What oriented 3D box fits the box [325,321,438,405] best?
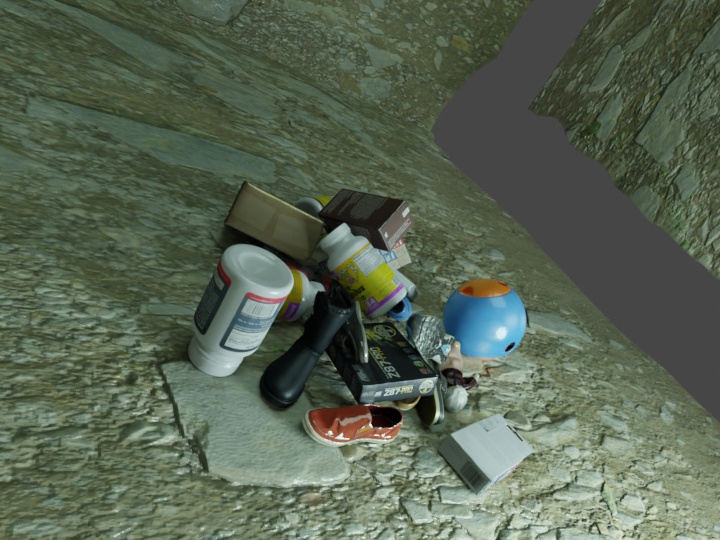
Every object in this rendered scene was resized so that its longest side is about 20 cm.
[{"bbox_3d":[0.031,0.172,1.120,0.161,0.049,0.200,-2,28,-25],"label":"box"}]

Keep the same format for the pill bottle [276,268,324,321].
[{"bbox_3d":[-0.171,0.042,1.133,0.199,0.104,0.104,13,31,-34],"label":"pill bottle"}]

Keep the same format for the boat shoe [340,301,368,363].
[{"bbox_3d":[-0.021,0.118,1.090,0.057,0.067,0.200,-8,22,-2],"label":"boat shoe"}]

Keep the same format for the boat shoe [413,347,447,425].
[{"bbox_3d":[0.147,0.235,1.187,0.066,0.072,0.201,17,27,-18],"label":"boat shoe"}]

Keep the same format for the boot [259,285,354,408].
[{"bbox_3d":[-0.089,0.123,1.007,0.076,0.168,0.200,32,25,3],"label":"boot"}]

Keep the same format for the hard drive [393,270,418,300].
[{"bbox_3d":[0.062,-0.004,1.507,0.200,0.027,0.132,40,-4,17],"label":"hard drive"}]

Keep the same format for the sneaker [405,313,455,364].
[{"bbox_3d":[0.123,0.135,1.177,0.090,0.079,0.200,23,-13,29],"label":"sneaker"}]

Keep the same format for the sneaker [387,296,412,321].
[{"bbox_3d":[0.048,0.040,1.404,0.200,0.066,0.078,46,-2,22],"label":"sneaker"}]

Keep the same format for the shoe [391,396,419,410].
[{"bbox_3d":[0.086,0.218,1.167,0.070,0.054,0.200,11,27,-2],"label":"shoe"}]

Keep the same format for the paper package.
[{"bbox_3d":[-0.196,-0.112,1.316,0.199,0.104,0.191,26,2,-13],"label":"paper package"}]

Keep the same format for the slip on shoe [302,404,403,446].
[{"bbox_3d":[-0.010,0.256,0.988,0.199,0.061,0.074,12,34,-34],"label":"slip on shoe"}]

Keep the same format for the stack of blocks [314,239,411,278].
[{"bbox_3d":[0.006,-0.036,1.369,0.059,0.199,0.115,-109,174,-50],"label":"stack of blocks"}]

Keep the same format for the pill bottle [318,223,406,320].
[{"bbox_3d":[0.000,0.000,1.236,0.200,0.104,0.104,52,26,-1],"label":"pill bottle"}]

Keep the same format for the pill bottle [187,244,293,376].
[{"bbox_3d":[-0.202,0.069,0.937,0.119,0.200,0.120,26,26,-14],"label":"pill bottle"}]

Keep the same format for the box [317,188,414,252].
[{"bbox_3d":[0.010,-0.117,1.308,0.200,0.100,0.075,18,-34,43],"label":"box"}]

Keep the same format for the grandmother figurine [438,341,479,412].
[{"bbox_3d":[0.203,0.233,1.283,0.121,0.061,0.200,3,31,3],"label":"grandmother figurine"}]

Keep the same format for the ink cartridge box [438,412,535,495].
[{"bbox_3d":[0.249,0.351,1.129,0.200,0.050,0.109,-1,41,-51],"label":"ink cartridge box"}]

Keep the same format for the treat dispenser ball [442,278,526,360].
[{"bbox_3d":[0.303,0.119,1.424,0.200,0.201,0.201,26,26,-14],"label":"treat dispenser ball"}]

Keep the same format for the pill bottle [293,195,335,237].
[{"bbox_3d":[-0.089,-0.144,1.552,0.109,0.109,0.200,42,26,19],"label":"pill bottle"}]

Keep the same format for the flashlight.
[{"bbox_3d":[-0.135,0.016,1.276,0.199,0.068,0.068,26,1,-6],"label":"flashlight"}]
